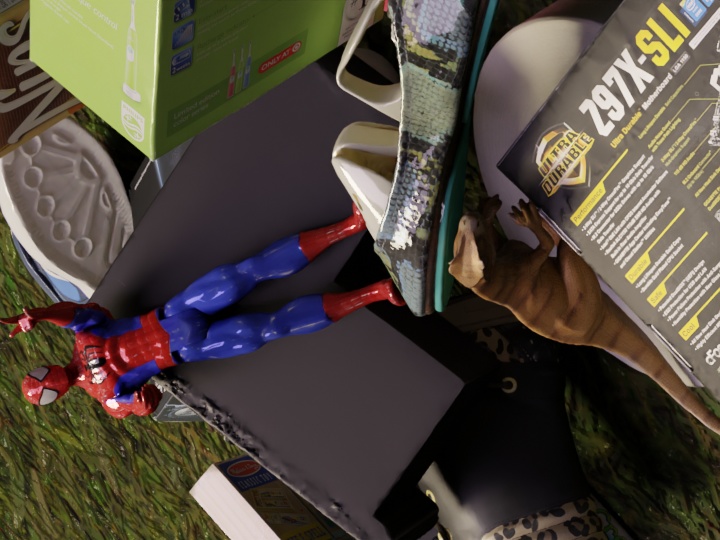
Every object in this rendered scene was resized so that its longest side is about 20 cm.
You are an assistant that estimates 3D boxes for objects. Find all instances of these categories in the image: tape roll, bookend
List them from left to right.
[{"bbox_3d":[0.000,0.000,1.195,0.199,0.092,0.200,36,104,11],"label":"bookend"},{"bbox_3d":[0.136,-0.038,1.145,0.203,0.037,0.203,36,144,32],"label":"tape roll"}]

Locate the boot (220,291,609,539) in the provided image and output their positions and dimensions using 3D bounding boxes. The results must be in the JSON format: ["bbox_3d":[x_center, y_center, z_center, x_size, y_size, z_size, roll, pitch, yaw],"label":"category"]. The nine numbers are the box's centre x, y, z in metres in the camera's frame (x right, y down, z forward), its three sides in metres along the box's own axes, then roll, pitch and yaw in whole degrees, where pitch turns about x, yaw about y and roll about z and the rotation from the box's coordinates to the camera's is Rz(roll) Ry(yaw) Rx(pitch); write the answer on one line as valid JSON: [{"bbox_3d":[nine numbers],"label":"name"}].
[{"bbox_3d":[0.026,0.104,1.278,0.203,0.073,0.154,-19,82,18],"label":"boot"}]

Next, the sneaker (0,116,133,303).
[{"bbox_3d":[-0.205,-0.043,1.555,0.146,0.081,0.200,24,158,48],"label":"sneaker"}]

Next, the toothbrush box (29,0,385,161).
[{"bbox_3d":[-0.057,-0.167,0.997,0.086,0.146,0.200,40,146,23],"label":"toothbrush box"}]

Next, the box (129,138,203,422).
[{"bbox_3d":[-0.084,-0.020,1.397,0.200,0.043,0.161,129,137,-60],"label":"box"}]

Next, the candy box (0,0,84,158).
[{"bbox_3d":[-0.148,-0.120,1.115,0.055,0.200,0.116,44,151,17],"label":"candy box"}]

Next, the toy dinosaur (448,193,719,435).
[{"bbox_3d":[0.100,0.013,1.134,0.200,0.106,0.060,27,142,-37],"label":"toy dinosaur"}]

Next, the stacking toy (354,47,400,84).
[{"bbox_3d":[-0.062,-0.133,1.284,0.200,0.146,0.146,35,148,1],"label":"stacking toy"}]

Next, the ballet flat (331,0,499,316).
[{"bbox_3d":[0.021,-0.068,1.070,0.074,0.074,0.200,35,133,32],"label":"ballet flat"}]

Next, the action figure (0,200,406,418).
[{"bbox_3d":[-0.084,0.026,1.127,0.200,0.099,0.065,-23,86,20],"label":"action figure"}]

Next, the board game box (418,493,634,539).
[{"bbox_3d":[0.117,0.201,1.311,0.200,0.126,0.035,48,150,15],"label":"board game box"}]

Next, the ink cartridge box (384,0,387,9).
[{"bbox_3d":[-0.014,-0.214,1.129,0.200,0.083,0.145,24,138,41],"label":"ink cartridge box"}]

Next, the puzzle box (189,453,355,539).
[{"bbox_3d":[0.000,0.150,1.384,0.133,0.200,0.025,46,113,16],"label":"puzzle box"}]

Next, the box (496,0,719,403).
[{"bbox_3d":[0.169,-0.056,1.015,0.160,0.049,0.200,48,133,13],"label":"box"}]
